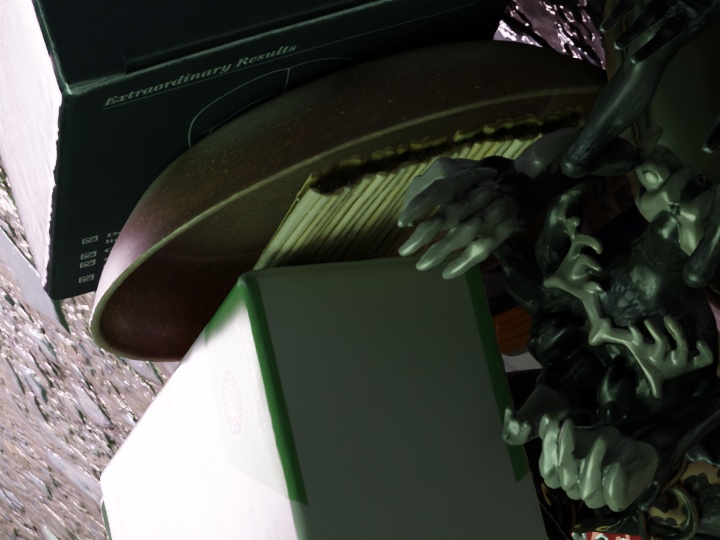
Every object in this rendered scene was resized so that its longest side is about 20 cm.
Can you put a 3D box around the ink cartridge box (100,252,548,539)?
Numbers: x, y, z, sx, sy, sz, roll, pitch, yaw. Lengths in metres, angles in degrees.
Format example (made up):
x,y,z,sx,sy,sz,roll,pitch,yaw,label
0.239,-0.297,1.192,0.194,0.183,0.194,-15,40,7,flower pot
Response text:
x,y,z,sx,sy,sz,roll,pitch,yaw,label
-0.015,0.099,0.864,0.200,0.087,0.145,131,129,-59,ink cartridge box

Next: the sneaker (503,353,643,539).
x,y,z,sx,sy,sz,roll,pitch,yaw,label
0.086,0.111,1.076,0.200,0.112,0.071,33,158,33,sneaker

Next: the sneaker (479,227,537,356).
x,y,z,sx,sy,sz,roll,pitch,yaw,label
0.020,-0.022,1.026,0.200,0.078,0.077,10,127,55,sneaker

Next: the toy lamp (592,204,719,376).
x,y,z,sx,sy,sz,roll,pitch,yaw,label
0.150,0.064,0.935,0.200,0.058,0.058,51,161,-7,toy lamp

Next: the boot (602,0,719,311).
x,y,z,sx,sy,sz,roll,pitch,yaw,label
0.153,-0.012,0.796,0.097,0.075,0.200,-18,105,41,boot

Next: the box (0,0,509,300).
x,y,z,sx,sy,sz,roll,pitch,yaw,label
-0.047,-0.086,0.859,0.200,0.148,0.107,114,137,-70,box

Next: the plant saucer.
x,y,z,sx,sy,sz,roll,pitch,yaw,label
0.001,-0.027,0.855,0.200,0.200,0.037,111,140,-69,plant saucer

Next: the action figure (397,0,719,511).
x,y,z,sx,sy,sz,roll,pitch,yaw,label
0.069,0.002,0.740,0.119,0.102,0.200,49,147,25,action figure

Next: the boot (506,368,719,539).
x,y,z,sx,sy,sz,roll,pitch,yaw,label
0.078,0.084,0.952,0.200,0.150,0.073,37,123,59,boot

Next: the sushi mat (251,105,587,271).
x,y,z,sx,sy,sz,roll,pitch,yaw,label
0.000,0.000,0.854,0.012,0.096,0.200,70,157,16,sushi mat
